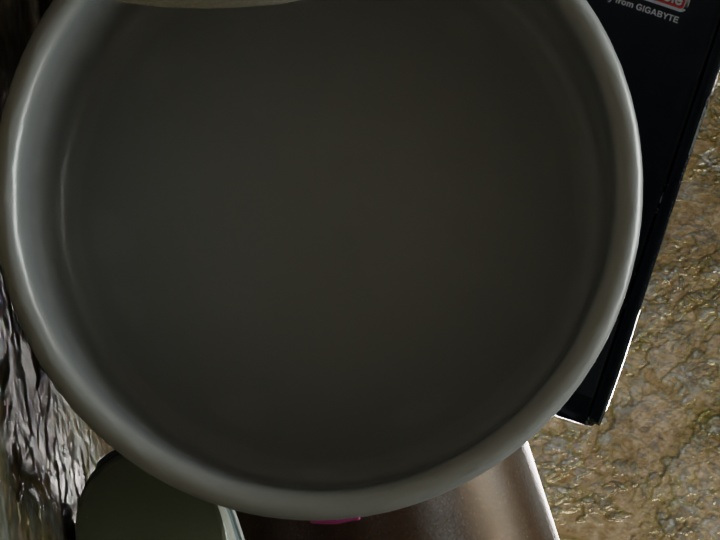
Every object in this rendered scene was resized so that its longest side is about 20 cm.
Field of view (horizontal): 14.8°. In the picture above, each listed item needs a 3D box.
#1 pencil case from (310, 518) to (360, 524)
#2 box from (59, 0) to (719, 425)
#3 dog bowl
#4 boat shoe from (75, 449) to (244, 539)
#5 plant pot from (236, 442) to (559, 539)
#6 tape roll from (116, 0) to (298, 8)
[{"bbox_3d":[-0.009,-0.013,1.045,0.088,0.088,0.201,-74,157,-78],"label":"pencil case"},{"bbox_3d":[0.012,-0.053,0.940,0.046,0.199,0.160,46,64,-87],"label":"box"},{"bbox_3d":[-0.012,-0.023,0.875,0.079,0.199,0.202,55,29,-86],"label":"dog bowl"},{"bbox_3d":[-0.052,0.156,0.945,0.072,0.070,0.202,-12,93,-82],"label":"boat shoe"},{"bbox_3d":[0.017,0.177,1.159,0.200,0.199,0.200,57,19,-80],"label":"plant pot"},{"bbox_3d":[-0.029,-0.151,0.837,0.203,0.201,0.037,-91,172,-50],"label":"tape roll"}]
